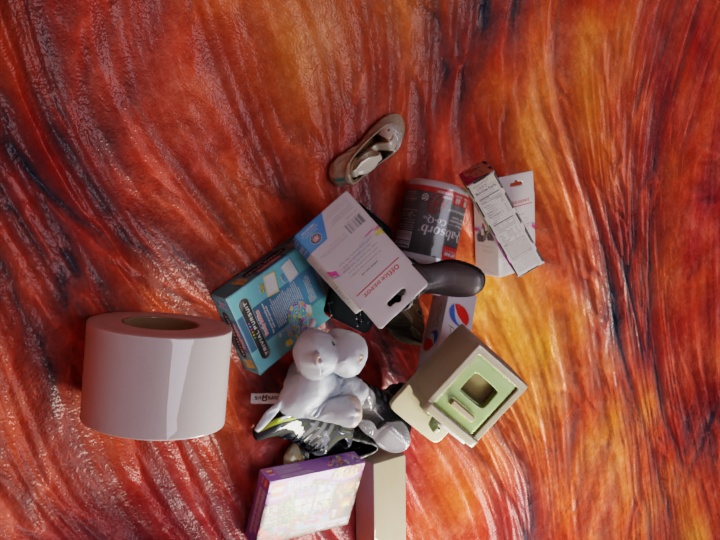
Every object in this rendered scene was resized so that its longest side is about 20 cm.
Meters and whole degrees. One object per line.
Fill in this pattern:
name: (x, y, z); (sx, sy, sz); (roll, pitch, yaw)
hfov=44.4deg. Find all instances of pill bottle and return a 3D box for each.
pill bottle: (0.123, -0.060, 1.620); (0.116, 0.116, 0.201); (13, 89, -43)

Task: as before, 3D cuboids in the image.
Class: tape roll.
tape roll: (-0.284, 0.141, 1.229); (0.202, 0.202, 0.140); (-1, 98, -42)

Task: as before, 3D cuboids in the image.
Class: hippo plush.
hippo plush: (-0.072, 0.151, 1.432); (0.199, 0.159, 0.161); (3, 121, -15)

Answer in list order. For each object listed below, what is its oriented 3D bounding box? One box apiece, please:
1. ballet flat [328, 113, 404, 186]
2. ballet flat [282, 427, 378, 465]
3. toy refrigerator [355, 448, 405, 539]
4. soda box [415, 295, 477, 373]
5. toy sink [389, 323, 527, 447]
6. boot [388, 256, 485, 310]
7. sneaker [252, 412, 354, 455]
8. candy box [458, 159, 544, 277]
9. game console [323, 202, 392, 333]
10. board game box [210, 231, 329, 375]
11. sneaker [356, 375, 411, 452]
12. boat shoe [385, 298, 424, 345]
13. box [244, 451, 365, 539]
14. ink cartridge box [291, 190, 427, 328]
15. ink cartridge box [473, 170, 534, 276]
ballet flat: (0.027, -0.206, 1.542); (0.200, 0.062, 0.068); (-45, 125, -28)
ballet flat: (-0.053, 0.316, 1.568); (0.200, 0.057, 0.067); (-6, 104, -41)
toy refrigerator: (0.036, 0.440, 1.668); (0.076, 0.070, 0.201); (-9, 103, -34)
soda box: (0.163, 0.123, 1.665); (0.068, 0.064, 0.200); (31, 51, -18)
toy sink: (0.168, 0.219, 1.535); (0.130, 0.112, 0.200); (41, 96, -20)
boot: (0.102, 0.032, 1.492); (0.132, 0.199, 0.070); (-47, 137, -57)
sneaker: (-0.089, 0.275, 1.496); (0.199, 0.074, 0.081); (-1, 78, -32)
candy box: (0.261, -0.099, 1.647); (0.061, 0.136, 0.200); (-29, 102, 7)
game console: (0.000, 0.000, 1.524); (0.177, 0.031, 0.201); (37, 64, -66)
board game box: (-0.132, 0.050, 1.454); (0.200, 0.047, 0.151); (-38, 122, -31)
sneaker: (0.026, 0.233, 1.618); (0.200, 0.075, 0.114); (48, 34, -12)
boat shoe: (0.072, 0.074, 1.607); (0.200, 0.072, 0.068); (59, 42, -65)
box: (-0.095, 0.394, 1.524); (0.200, 0.039, 0.137); (-2, 116, -38)
ink cartridge box: (-0.002, -0.012, 1.412); (0.115, 0.068, 0.200); (-42, 90, -13)
ink cartridge box: (0.292, -0.099, 1.788); (0.115, 0.068, 0.201); (-15, 108, -39)
